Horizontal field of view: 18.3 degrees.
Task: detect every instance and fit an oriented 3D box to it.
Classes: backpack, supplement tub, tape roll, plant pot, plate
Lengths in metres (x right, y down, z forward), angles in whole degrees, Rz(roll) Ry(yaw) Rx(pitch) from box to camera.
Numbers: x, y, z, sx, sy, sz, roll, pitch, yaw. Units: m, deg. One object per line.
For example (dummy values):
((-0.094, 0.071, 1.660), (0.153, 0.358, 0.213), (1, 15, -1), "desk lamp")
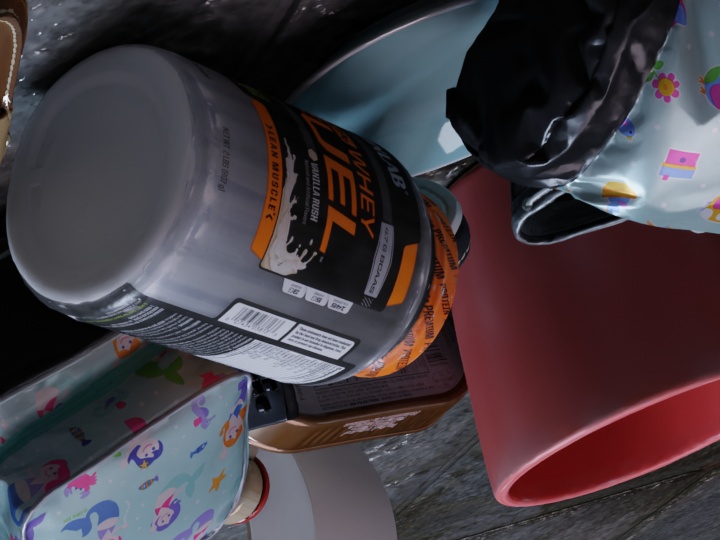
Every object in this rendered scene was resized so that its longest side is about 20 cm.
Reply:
((-0.146, 0.084, 1.134), (0.177, 0.151, 0.200), (-32, 156, -25), "backpack")
((-0.051, -0.018, 1.016), (0.122, 0.123, 0.200), (-32, 149, 29), "supplement tub")
((0.160, -0.088, 1.001), (0.200, 0.127, 0.167), (10, 130, -27), "backpack")
((-0.091, 0.183, 1.477), (0.202, 0.203, 0.139), (-28, 161, 18), "tape roll")
((0.140, 0.018, 1.309), (0.200, 0.178, 0.200), (-20, 162, -7), "plant pot")
((0.040, -0.097, 1.107), (0.200, 0.026, 0.200), (-19, 162, -7), "plate")

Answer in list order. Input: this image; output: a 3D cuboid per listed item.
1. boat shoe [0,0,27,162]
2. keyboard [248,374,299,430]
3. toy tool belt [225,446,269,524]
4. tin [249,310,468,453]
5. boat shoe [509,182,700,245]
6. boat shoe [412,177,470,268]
((-0.173, -0.050, 0.911), (0.075, 0.074, 0.200), (-13, 160, -27), "boat shoe")
((-0.121, 0.086, 1.248), (0.200, 0.104, 0.040), (-17, -165, 37), "keyboard")
((-0.169, 0.137, 1.370), (0.199, 0.125, 0.123), (-10, 164, 24), "toy tool belt")
((-0.014, 0.043, 1.308), (0.200, 0.112, 0.042), (-7, 151, -42), "tin")
((0.162, -0.061, 1.135), (0.199, 0.068, 0.074), (-14, 139, 26), "boat shoe")
((0.000, 0.000, 1.174), (0.076, 0.060, 0.200), (-53, -156, -23), "boat shoe")
